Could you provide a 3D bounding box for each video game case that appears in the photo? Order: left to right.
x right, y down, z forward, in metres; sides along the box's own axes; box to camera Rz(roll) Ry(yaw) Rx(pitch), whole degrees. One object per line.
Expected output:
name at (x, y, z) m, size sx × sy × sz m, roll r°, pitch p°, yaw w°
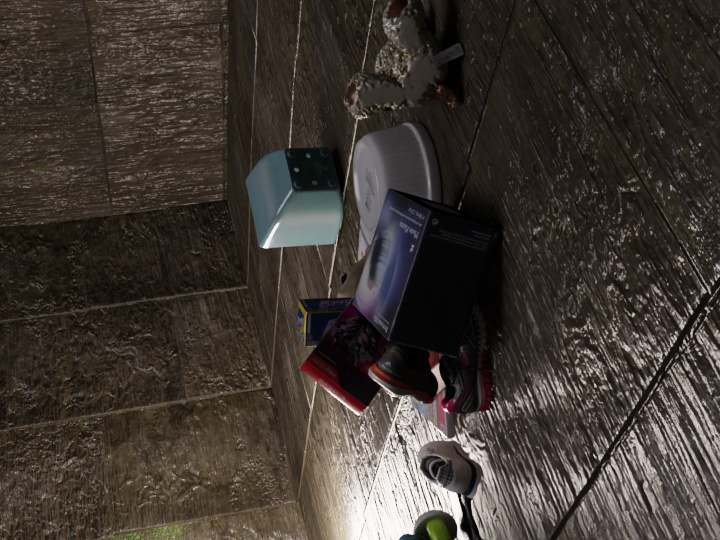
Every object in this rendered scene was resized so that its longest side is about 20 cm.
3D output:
video game case at (0.126, 0.209, 1.779) m, size 0.200 × 0.017 × 0.144 m, roll -147°, pitch 50°, yaw -72°

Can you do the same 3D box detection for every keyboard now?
keyboard at (0.187, 0.441, 1.670) m, size 0.127 × 0.021 × 0.201 m, roll 100°, pitch 157°, yaw -66°

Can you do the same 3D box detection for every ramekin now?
ramekin at (0.057, -0.151, 1.671) m, size 0.200 × 0.105 × 0.201 m, roll 171°, pitch 90°, yaw -76°

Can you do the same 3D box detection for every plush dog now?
plush dog at (0.077, -0.317, 1.505) m, size 0.200 × 0.160 × 0.172 m, roll -62°, pitch 12°, yaw 19°

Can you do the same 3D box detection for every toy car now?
toy car at (0.116, 0.526, 1.671) m, size 0.175 × 0.149 × 0.201 m, roll -119°, pitch 20°, yaw -65°

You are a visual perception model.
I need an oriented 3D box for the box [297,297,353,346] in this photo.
box at (-0.006, 0.086, 1.670) m, size 0.070 × 0.199 × 0.065 m, roll -130°, pitch 41°, yaw -66°

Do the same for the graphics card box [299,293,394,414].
graphics card box at (0.009, 0.118, 1.586) m, size 0.125 × 0.200 × 0.051 m, roll 38°, pitch 154°, yaw 2°

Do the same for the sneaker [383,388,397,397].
sneaker at (0.061, 0.153, 1.897) m, size 0.082 × 0.077 × 0.201 m, roll -16°, pitch 96°, yaw 49°

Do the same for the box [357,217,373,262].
box at (0.034, -0.012, 1.973) m, size 0.156 × 0.041 × 0.200 m, roll -113°, pitch 19°, yaw -45°

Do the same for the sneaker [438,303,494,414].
sneaker at (0.156, 0.124, 1.500) m, size 0.081 × 0.074 × 0.201 m, roll 169°, pitch 93°, yaw -76°

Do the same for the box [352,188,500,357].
box at (0.091, -0.001, 1.460) m, size 0.200 × 0.123 × 0.199 m, roll -140°, pitch 65°, yaw -69°

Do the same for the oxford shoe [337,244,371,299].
oxford shoe at (0.000, 0.000, 1.793) m, size 0.200 × 0.074 × 0.071 m, roll -73°, pitch -17°, yaw -64°

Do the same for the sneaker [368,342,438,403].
sneaker at (0.087, 0.151, 1.497) m, size 0.077 × 0.082 × 0.200 m, roll 33°, pitch -175°, yaw 23°

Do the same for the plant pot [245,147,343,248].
plant pot at (-0.142, -0.189, 2.285) m, size 0.200 × 0.195 × 0.197 m, roll 124°, pitch 136°, yaw -58°

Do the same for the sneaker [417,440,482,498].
sneaker at (0.133, 0.328, 1.655) m, size 0.200 × 0.080 × 0.077 m, roll -176°, pitch 100°, yaw -71°

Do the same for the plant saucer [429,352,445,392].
plant saucer at (0.116, 0.105, 1.677) m, size 0.200 × 0.037 × 0.200 m, roll 121°, pitch 143°, yaw -64°
